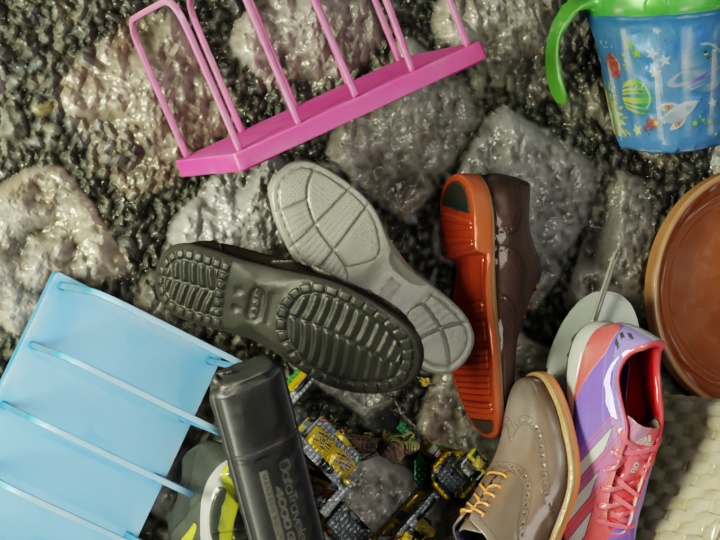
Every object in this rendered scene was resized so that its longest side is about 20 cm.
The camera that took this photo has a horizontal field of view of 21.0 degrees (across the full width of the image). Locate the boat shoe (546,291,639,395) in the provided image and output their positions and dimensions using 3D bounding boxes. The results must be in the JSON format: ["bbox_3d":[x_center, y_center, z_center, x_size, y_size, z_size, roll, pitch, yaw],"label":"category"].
[{"bbox_3d":[0.175,0.114,1.506,0.070,0.064,0.201,11,93,10],"label":"boat shoe"}]

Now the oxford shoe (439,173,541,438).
[{"bbox_3d":[0.109,0.026,1.472,0.072,0.071,0.201,-4,94,-28],"label":"oxford shoe"}]

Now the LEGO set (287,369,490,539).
[{"bbox_3d":[0.009,0.139,1.407,0.154,0.116,0.200,-39,105,-16],"label":"LEGO set"}]

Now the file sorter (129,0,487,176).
[{"bbox_3d":[-0.044,-0.164,1.364,0.199,0.139,0.126,-26,100,-19],"label":"file sorter"}]

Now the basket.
[{"bbox_3d":[0.290,0.213,1.483,0.160,0.200,0.199,27,81,-19],"label":"basket"}]

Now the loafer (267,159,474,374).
[{"bbox_3d":[0.000,0.000,1.434,0.072,0.063,0.200,-46,104,-9],"label":"loafer"}]

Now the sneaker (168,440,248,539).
[{"bbox_3d":[-0.102,0.214,1.393,0.074,0.085,0.201,2,110,-28],"label":"sneaker"}]

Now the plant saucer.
[{"bbox_3d":[0.317,0.016,1.576,0.199,0.032,0.202,-1,93,-23],"label":"plant saucer"}]

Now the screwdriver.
[{"bbox_3d":[0.163,0.080,1.468,0.028,0.029,0.201,18,87,10],"label":"screwdriver"}]

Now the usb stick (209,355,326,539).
[{"bbox_3d":[-0.058,0.151,1.321,0.055,0.033,0.201,-23,118,-21],"label":"usb stick"}]

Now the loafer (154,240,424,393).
[{"bbox_3d":[-0.044,0.022,1.371,0.199,0.071,0.073,24,111,8],"label":"loafer"}]

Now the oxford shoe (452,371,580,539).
[{"bbox_3d":[0.110,0.169,1.410,0.073,0.071,0.201,12,75,-28],"label":"oxford shoe"}]

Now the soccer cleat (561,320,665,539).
[{"bbox_3d":[0.188,0.139,1.426,0.068,0.073,0.201,1,92,-33],"label":"soccer cleat"}]

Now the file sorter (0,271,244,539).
[{"bbox_3d":[-0.181,0.123,1.328,0.138,0.123,0.201,28,82,-20],"label":"file sorter"}]

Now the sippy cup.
[{"bbox_3d":[0.240,-0.162,1.493,0.140,0.177,0.131,-36,124,-62],"label":"sippy cup"}]
